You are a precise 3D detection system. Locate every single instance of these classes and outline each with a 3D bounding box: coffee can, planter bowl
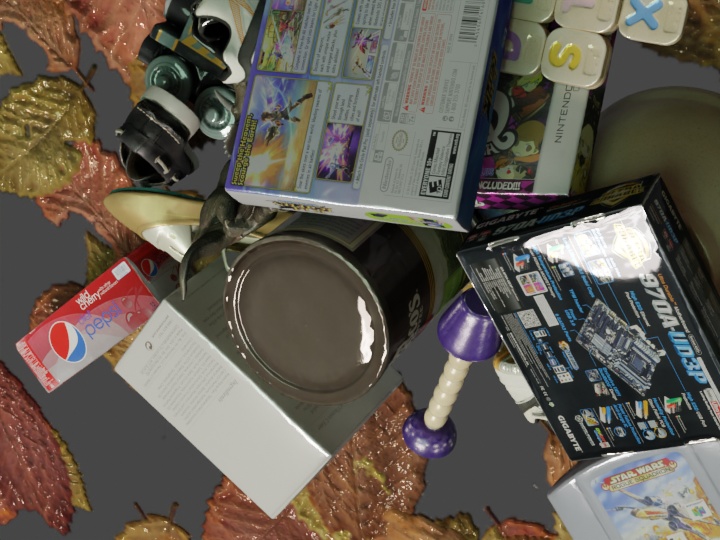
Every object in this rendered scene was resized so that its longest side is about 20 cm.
[{"bbox_3d":[0.000,0.000,1.277,0.146,0.200,0.147,13,120,23],"label":"coffee can"},{"bbox_3d":[0.228,-0.024,1.180,0.200,0.135,0.200,13,120,24],"label":"planter bowl"}]

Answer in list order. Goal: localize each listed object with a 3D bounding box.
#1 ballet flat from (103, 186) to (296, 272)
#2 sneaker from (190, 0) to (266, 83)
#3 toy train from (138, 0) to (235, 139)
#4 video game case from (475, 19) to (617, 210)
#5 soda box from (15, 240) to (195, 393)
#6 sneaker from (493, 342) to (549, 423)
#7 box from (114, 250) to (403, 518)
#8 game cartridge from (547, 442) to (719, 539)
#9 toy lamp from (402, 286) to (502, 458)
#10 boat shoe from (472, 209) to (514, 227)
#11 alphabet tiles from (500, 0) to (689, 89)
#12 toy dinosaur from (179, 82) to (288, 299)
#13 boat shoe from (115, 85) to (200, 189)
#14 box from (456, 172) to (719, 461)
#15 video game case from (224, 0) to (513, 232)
[{"bbox_3d":[-0.129,-0.032,1.368,0.200,0.063,0.069,6,161,-4],"label":"ballet flat"},{"bbox_3d":[-0.108,-0.228,1.254,0.074,0.080,0.200,93,154,-50],"label":"sneaker"},{"bbox_3d":[-0.096,-0.168,1.327,0.200,0.085,0.114,33,114,13],"label":"toy train"},{"bbox_3d":[0.088,-0.134,1.191,0.200,0.182,0.036,4,158,28],"label":"video game case"},{"bbox_3d":[-0.250,0.042,1.519,0.200,0.070,0.063,-34,96,36],"label":"soda box"},{"bbox_3d":[0.208,0.098,1.290,0.200,0.076,0.088,6,130,45],"label":"sneaker"},{"bbox_3d":[-0.090,0.093,1.405,0.200,0.152,0.106,44,126,4],"label":"box"},{"bbox_3d":[0.264,0.202,1.335,0.200,0.042,0.133,-26,103,36],"label":"game cartridge"},{"bbox_3d":[0.080,0.088,1.336,0.058,0.058,0.200,31,139,13],"label":"toy lamp"},{"bbox_3d":[0.102,-0.069,1.256,0.070,0.066,0.200,-28,100,9],"label":"boat shoe"},{"bbox_3d":[0.154,-0.238,1.133,0.195,0.015,0.200,17,97,30],"label":"alphabet tiles"},{"bbox_3d":[-0.090,-0.062,1.230,0.077,0.200,0.102,20,168,-19],"label":"toy dinosaur"},{"bbox_3d":[-0.181,-0.103,1.351,0.074,0.060,0.200,38,167,-5],"label":"boat shoe"},{"bbox_3d":[0.182,0.040,1.122,0.159,0.046,0.200,-15,113,39],"label":"box"},{"bbox_3d":[0.008,-0.138,1.143,0.181,0.045,0.200,8,79,19],"label":"video game case"}]
